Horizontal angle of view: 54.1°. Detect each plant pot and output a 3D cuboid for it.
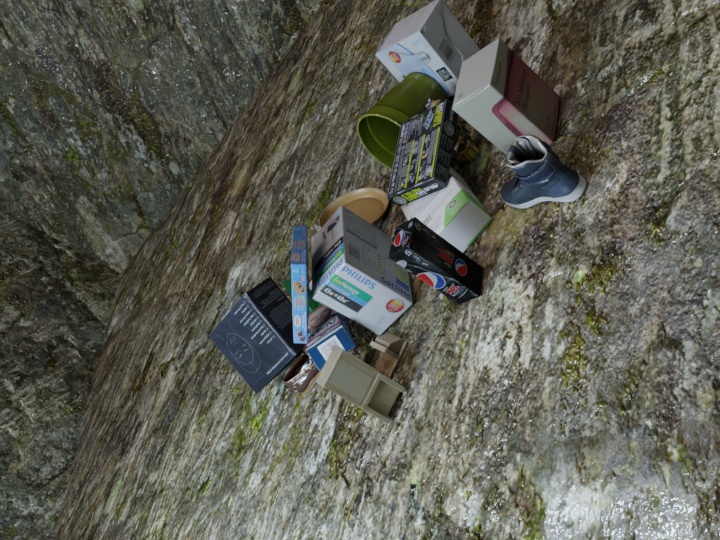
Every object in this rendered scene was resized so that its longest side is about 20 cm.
[{"bbox_3d":[-0.015,-0.149,1.862,0.195,0.028,0.202,-16,35,11],"label":"plant pot"},{"bbox_3d":[0.122,-0.390,1.802,0.199,0.200,0.195,-2,48,57],"label":"plant pot"}]

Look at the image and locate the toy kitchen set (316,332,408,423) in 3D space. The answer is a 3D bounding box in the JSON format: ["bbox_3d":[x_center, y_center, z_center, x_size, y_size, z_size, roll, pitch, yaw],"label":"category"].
[{"bbox_3d":[-0.010,0.178,1.459,0.166,0.179,0.199,-61,27,-7],"label":"toy kitchen set"}]

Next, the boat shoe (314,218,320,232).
[{"bbox_3d":[-0.044,-0.092,1.897,0.075,0.073,0.198,-33,35,-27],"label":"boat shoe"}]

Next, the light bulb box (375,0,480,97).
[{"bbox_3d":[0.178,-0.553,1.818,0.198,0.198,0.126,-4,48,58],"label":"light bulb box"}]

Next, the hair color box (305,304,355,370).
[{"bbox_3d":[-0.075,0.139,1.609,0.099,0.061,0.200,-33,17,3],"label":"hair color box"}]

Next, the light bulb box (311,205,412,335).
[{"bbox_3d":[0.000,0.000,1.576,0.125,0.196,0.203,-45,30,29],"label":"light bulb box"}]

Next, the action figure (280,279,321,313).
[{"bbox_3d":[-0.131,0.098,1.838,0.200,0.116,0.056,46,116,52],"label":"action figure"}]

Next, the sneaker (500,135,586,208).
[{"bbox_3d":[0.304,-0.185,1.324,0.201,0.144,0.079,-2,61,59],"label":"sneaker"}]

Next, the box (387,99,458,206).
[{"bbox_3d":[0.139,-0.260,1.575,0.158,0.044,0.205,-18,55,50],"label":"box"}]

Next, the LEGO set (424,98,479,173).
[{"bbox_3d":[0.207,-0.337,1.657,0.152,0.115,0.205,-13,52,54],"label":"LEGO set"}]

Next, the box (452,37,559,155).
[{"bbox_3d":[0.296,-0.340,1.424,0.108,0.198,0.131,-21,45,49],"label":"box"}]

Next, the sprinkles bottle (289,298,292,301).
[{"bbox_3d":[-0.219,0.177,1.925,0.202,0.067,0.068,-56,28,9],"label":"sprinkles bottle"}]

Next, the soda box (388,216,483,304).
[{"bbox_3d":[0.148,-0.014,1.357,0.063,0.198,0.072,-24,42,47],"label":"soda box"}]

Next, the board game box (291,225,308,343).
[{"bbox_3d":[-0.131,0.030,1.537,0.153,0.035,0.205,-96,6,-56],"label":"board game box"}]

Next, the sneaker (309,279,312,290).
[{"bbox_3d":[-0.056,0.010,1.822,0.198,0.078,0.078,-30,25,38],"label":"sneaker"}]

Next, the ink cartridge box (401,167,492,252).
[{"bbox_3d":[0.182,-0.126,1.532,0.146,0.083,0.202,-48,30,18],"label":"ink cartridge box"}]

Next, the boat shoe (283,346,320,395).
[{"bbox_3d":[-0.112,0.210,1.714,0.202,0.070,0.070,-55,24,5],"label":"boat shoe"}]

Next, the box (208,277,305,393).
[{"bbox_3d":[-0.249,0.166,1.800,0.200,0.198,0.124,-43,-5,35],"label":"box"}]
